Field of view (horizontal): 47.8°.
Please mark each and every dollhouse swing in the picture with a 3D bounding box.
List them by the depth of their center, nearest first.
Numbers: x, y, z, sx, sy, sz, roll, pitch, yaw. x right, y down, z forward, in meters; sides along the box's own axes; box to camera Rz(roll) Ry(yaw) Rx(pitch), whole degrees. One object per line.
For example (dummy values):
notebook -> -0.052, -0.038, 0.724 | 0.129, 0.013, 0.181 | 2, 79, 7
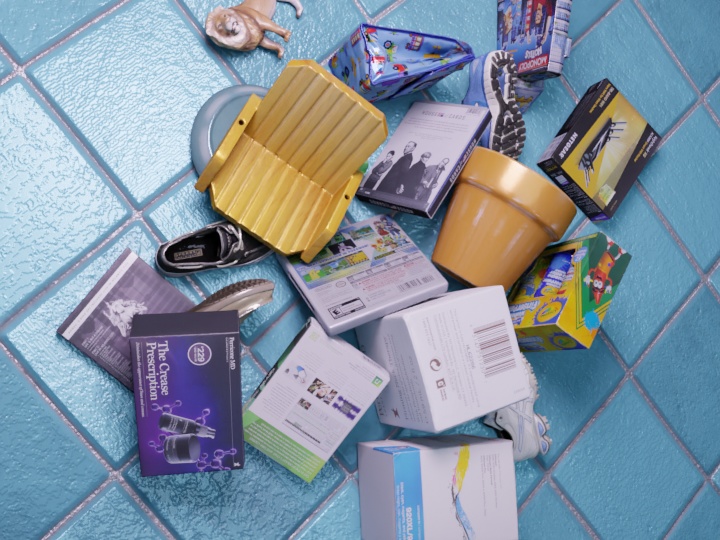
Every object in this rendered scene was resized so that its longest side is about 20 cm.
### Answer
dollhouse swing -> -0.086, -0.150, 1.122 | 0.199, 0.175, 0.184 | 34, 61, -16

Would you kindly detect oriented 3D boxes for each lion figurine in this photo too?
lion figurine -> -0.151, -0.405, 1.237 | 0.121, 0.073, 0.202 | 25, 61, -9

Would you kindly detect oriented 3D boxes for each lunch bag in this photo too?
lunch bag -> 0.070, -0.317, 1.261 | 0.197, 0.150, 0.096 | -10, 88, -22

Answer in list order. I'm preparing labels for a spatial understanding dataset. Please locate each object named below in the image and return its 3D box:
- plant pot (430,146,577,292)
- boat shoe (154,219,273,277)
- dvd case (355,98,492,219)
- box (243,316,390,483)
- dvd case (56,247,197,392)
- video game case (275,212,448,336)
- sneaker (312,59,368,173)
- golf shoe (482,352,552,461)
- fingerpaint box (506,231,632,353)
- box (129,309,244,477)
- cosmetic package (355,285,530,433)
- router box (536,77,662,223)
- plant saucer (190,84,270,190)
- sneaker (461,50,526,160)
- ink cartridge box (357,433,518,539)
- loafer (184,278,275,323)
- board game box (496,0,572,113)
plant pot -> 0.207, -0.062, 1.274 | 0.199, 0.200, 0.185 | 32, 89, -15
boat shoe -> -0.194, -0.035, 1.167 | 0.197, 0.064, 0.072 | -19, 89, -25
dvd case -> 0.098, -0.179, 1.264 | 0.201, 0.149, 0.025 | -57, 137, -17
box -> -0.072, 0.187, 1.160 | 0.144, 0.036, 0.201 | 36, 99, -13
dvd case -> -0.297, 0.090, 1.138 | 0.200, 0.016, 0.149 | 42, 71, -14
video game case -> 0.000, 0.000, 1.202 | 0.197, 0.022, 0.183 | -20, 47, -22
sneaker -> -0.040, -0.226, 1.222 | 0.083, 0.074, 0.201 | -34, 116, 7
golf shoe -> 0.237, 0.212, 1.308 | 0.096, 0.078, 0.203 | -17, 89, -16
fingerpaint box -> 0.311, 0.040, 1.287 | 0.073, 0.200, 0.168 | 34, 73, -13
box -> -0.225, 0.161, 1.072 | 0.139, 0.079, 0.203 | -4, 111, -11
cosmetic package -> 0.115, 0.128, 1.198 | 0.164, 0.200, 0.170 | -16, 90, -22
router box -> 0.426, -0.212, 1.442 | 0.157, 0.052, 0.201 | 41, 71, -13
plant saucer -> -0.154, -0.186, 1.214 | 0.197, 0.027, 0.204 | 5, 78, -25
sneaker -> 0.219, -0.261, 1.356 | 0.078, 0.089, 0.204 | -15, 108, -28
ink cartridge box -> 0.112, 0.326, 1.202 | 0.197, 0.147, 0.147 | 0, 84, -21
loafer -> -0.204, 0.075, 1.134 | 0.198, 0.076, 0.069 | -27, 105, -10
board game box -> 0.288, -0.369, 1.354 | 0.061, 0.200, 0.204 | 4, 96, -20
